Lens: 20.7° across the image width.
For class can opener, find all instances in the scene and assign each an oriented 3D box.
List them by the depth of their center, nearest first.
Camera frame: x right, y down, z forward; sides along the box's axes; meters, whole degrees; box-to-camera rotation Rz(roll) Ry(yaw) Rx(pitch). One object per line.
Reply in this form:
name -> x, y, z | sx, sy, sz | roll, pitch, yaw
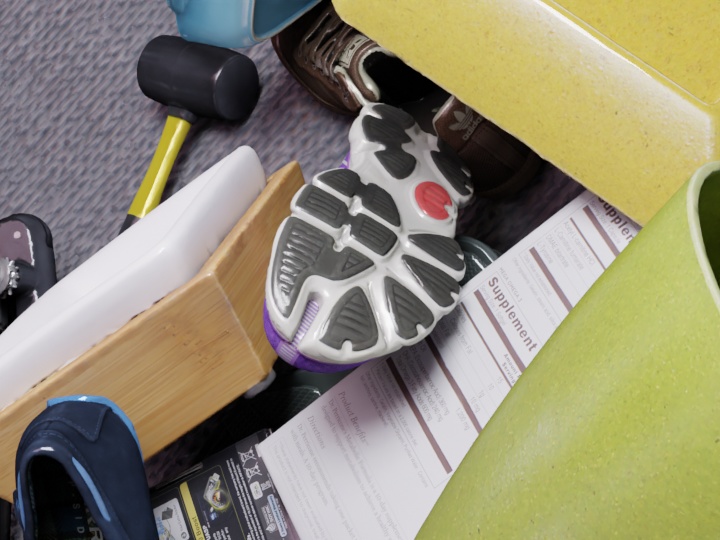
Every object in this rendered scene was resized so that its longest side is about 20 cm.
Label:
can opener -> -0.182, 0.065, 1.061 | 0.063, 0.079, 0.201 | -15, 69, 21

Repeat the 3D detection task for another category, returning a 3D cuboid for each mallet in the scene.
mallet -> -0.111, -0.034, 1.084 | 0.066, 0.041, 0.201 | 8, 77, 34

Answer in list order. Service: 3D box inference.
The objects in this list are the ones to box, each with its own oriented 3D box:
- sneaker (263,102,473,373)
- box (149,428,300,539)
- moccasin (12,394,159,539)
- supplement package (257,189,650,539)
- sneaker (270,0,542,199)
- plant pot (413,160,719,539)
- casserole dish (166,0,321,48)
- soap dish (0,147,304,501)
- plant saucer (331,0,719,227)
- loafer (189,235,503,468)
sneaker -> 0.000, 0.000, 0.868 | 0.080, 0.200, 0.084 | 33, 116, -1
box -> -0.065, 0.195, 0.896 | 0.161, 0.049, 0.201 | -29, 70, 17
moccasin -> -0.116, 0.155, 0.831 | 0.080, 0.068, 0.201 | -14, 99, 14
supplement package -> 0.077, 0.074, 0.849 | 0.200, 0.114, 0.110 | -38, 51, 11
sneaker -> 0.012, -0.109, 1.009 | 0.200, 0.076, 0.071 | 35, 89, 39
plant pot -> 0.106, 0.095, 0.701 | 0.200, 0.187, 0.188 | -41, 50, 27
casserole dish -> -0.024, -0.184, 1.007 | 0.039, 0.121, 0.200 | 31, 48, 17
soap dish -> -0.099, 0.028, 0.943 | 0.157, 0.081, 0.200 | -35, 8, 17
plant saucer -> 0.123, -0.131, 0.834 | 0.200, 0.049, 0.200 | 35, 61, 13
loafer -> 0.002, 0.064, 0.949 | 0.200, 0.063, 0.072 | -42, 73, 14
